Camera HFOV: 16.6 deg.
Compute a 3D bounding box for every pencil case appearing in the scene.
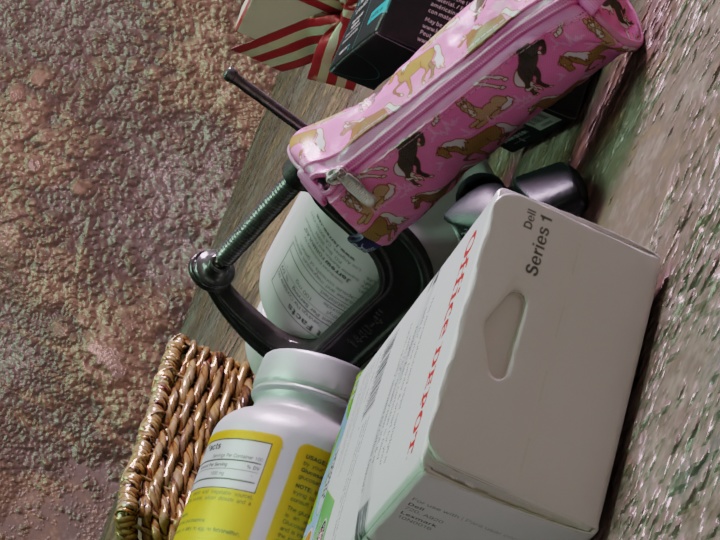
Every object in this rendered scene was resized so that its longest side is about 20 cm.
[{"bbox_3d":[0.056,-0.096,1.308,0.200,0.083,0.087,-37,35,21],"label":"pencil case"}]

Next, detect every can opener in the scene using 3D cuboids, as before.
[{"bbox_3d":[0.078,-0.020,1.323,0.200,0.078,0.064,-144,38,-85],"label":"can opener"}]

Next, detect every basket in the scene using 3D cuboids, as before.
[{"bbox_3d":[-0.097,0.166,1.617,0.200,0.148,0.143,-79,14,-53],"label":"basket"}]

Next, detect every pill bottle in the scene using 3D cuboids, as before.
[{"bbox_3d":[0.000,0.000,1.538,0.200,0.114,0.115,121,168,-48],"label":"pill bottle"},{"bbox_3d":[-0.050,0.154,1.459,0.112,0.112,0.201,131,160,-67],"label":"pill bottle"}]

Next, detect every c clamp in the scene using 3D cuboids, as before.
[{"bbox_3d":[-0.041,-0.016,1.453,0.027,0.171,0.200,-56,2,-41],"label":"c clamp"}]

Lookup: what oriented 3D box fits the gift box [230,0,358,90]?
[{"bbox_3d":[-0.008,-0.265,2.054,0.185,0.199,0.187,114,173,-48],"label":"gift box"}]

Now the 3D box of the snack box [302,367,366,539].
[{"bbox_3d":[0.022,0.105,1.322,0.200,0.053,0.143,132,160,-69],"label":"snack box"}]

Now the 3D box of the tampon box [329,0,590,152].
[{"bbox_3d":[0.086,-0.192,1.436,0.150,0.126,0.201,158,134,-79],"label":"tampon box"}]

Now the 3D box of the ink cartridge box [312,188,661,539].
[{"bbox_3d":[0.048,0.078,1.099,0.200,0.084,0.147,125,164,-58],"label":"ink cartridge box"}]
